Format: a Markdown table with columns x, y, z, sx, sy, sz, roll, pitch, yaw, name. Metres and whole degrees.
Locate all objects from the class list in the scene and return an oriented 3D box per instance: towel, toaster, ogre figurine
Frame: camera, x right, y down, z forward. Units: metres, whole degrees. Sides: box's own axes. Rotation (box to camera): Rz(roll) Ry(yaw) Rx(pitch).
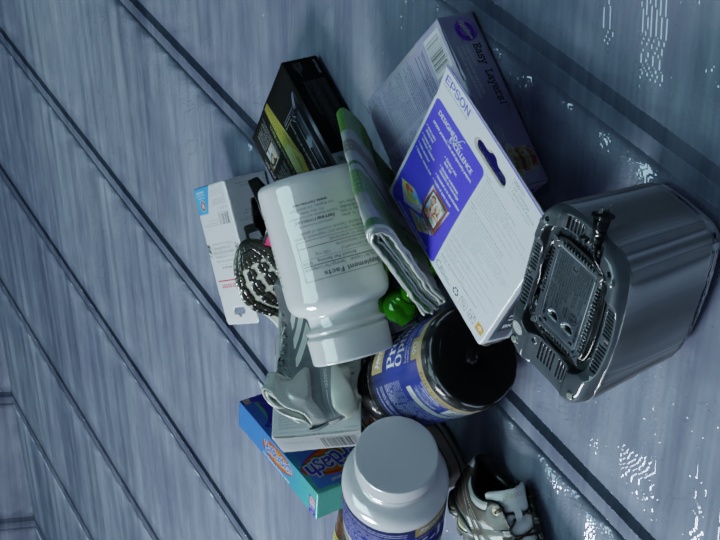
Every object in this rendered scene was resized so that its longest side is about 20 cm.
| x | y | z | sx | sy | sz | roll | pitch | yaw | name |
| --- | --- | --- | --- | --- | --- | --- | --- | --- | --- |
| 0.031 | -0.066 | 1.312 | 0.149 | 0.031 | 0.200 | 53 | -163 | -43 | towel |
| 0.215 | 0.008 | 1.054 | 0.114 | 0.129 | 0.201 | 46 | 142 | 39 | toaster |
| 0.000 | 0.000 | 1.448 | 0.098 | 0.199 | 0.120 | -76 | -15 | -48 | ogre figurine |

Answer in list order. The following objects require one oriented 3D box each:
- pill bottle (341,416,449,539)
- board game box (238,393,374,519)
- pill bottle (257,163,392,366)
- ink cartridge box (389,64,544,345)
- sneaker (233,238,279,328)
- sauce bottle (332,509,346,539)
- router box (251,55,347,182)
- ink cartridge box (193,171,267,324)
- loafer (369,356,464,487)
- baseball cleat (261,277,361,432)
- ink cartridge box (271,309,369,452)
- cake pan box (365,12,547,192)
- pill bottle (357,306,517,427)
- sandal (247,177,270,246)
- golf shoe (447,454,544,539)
| x | y | z | sx | sy | sz | roll | pitch | yaw | name |
| --- | --- | --- | --- | --- | --- | --- | --- | --- | --- |
| 0.038 | 0.247 | 1.398 | 0.120 | 0.119 | 0.200 | 56 | 163 | 28 | pill bottle |
| -0.042 | 0.214 | 1.591 | 0.200 | 0.152 | 0.045 | 42 | 138 | 43 | board game box |
| -0.032 | -0.005 | 1.342 | 0.114 | 0.114 | 0.201 | -14 | 91 | 61 | pill bottle |
| 0.112 | -0.061 | 1.185 | 0.199 | 0.043 | 0.200 | 61 | 152 | 23 | ink cartridge box |
| -0.112 | 0.017 | 1.634 | 0.200 | 0.077 | 0.089 | 57 | -173 | -45 | sneaker |
| -0.003 | 0.353 | 1.688 | 0.066 | 0.066 | 0.201 | 49 | 141 | 37 | sauce bottle |
| -0.054 | -0.134 | 1.532 | 0.200 | 0.052 | 0.157 | 62 | 150 | 19 | router box |
| -0.161 | -0.030 | 1.760 | 0.116 | 0.066 | 0.201 | -6 | 99 | 61 | ink cartridge box |
| 0.045 | 0.187 | 1.506 | 0.200 | 0.063 | 0.072 | 52 | 143 | 28 | loafer |
| -0.078 | 0.093 | 1.445 | 0.200 | 0.106 | 0.070 | 59 | 166 | 33 | baseball cleat |
| -0.045 | 0.112 | 1.503 | 0.050 | 0.108 | 0.201 | 63 | -157 | -58 | ink cartridge box |
| 0.090 | -0.137 | 1.282 | 0.184 | 0.052 | 0.201 | -43 | 67 | 57 | cake pan box |
| 0.076 | 0.112 | 1.372 | 0.200 | 0.112 | 0.112 | -30 | 78 | 60 | pill bottle |
| -0.114 | -0.064 | 1.531 | 0.075 | 0.045 | 0.200 | 63 | -176 | 15 | sandal |
| 0.162 | 0.284 | 1.347 | 0.200 | 0.078 | 0.095 | 47 | 142 | 37 | golf shoe |
